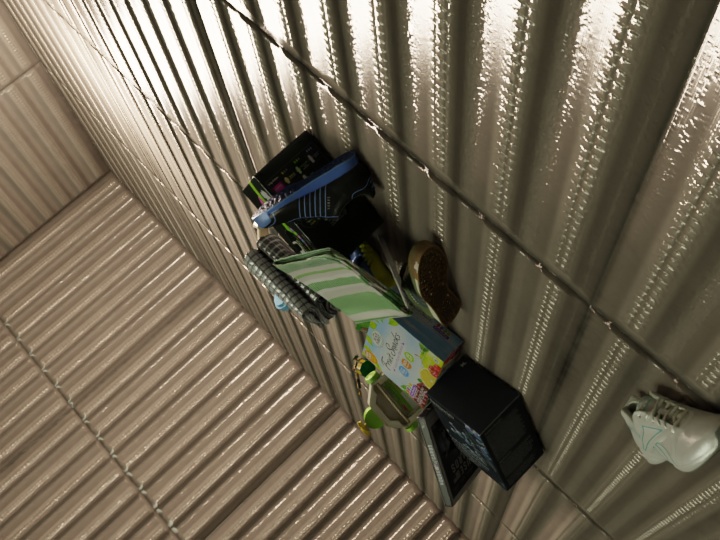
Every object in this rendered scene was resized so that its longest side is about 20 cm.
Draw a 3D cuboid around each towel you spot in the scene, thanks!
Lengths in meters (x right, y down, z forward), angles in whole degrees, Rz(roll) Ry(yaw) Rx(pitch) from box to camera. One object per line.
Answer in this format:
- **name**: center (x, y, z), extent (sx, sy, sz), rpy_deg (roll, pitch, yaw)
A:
- **towel**: center (-0.026, 0.029, 1.405), extent (0.199, 0.024, 0.152), rpy_deg (35, 151, -33)
- **towel**: center (-0.117, 0.022, 1.608), extent (0.165, 0.086, 0.200), rpy_deg (41, 178, 15)

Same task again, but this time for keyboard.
- **keyboard**: center (0.052, -0.002, 1.395), extent (0.200, 0.011, 0.057), rpy_deg (-107, -1, -67)

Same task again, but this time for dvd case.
- **dvd case**: center (0.183, 0.339, 1.702), extent (0.025, 0.150, 0.202), rpy_deg (-6, 110, 38)

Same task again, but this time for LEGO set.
- **LEGO set**: center (0.060, 0.244, 1.921), extent (0.201, 0.153, 0.116), rpy_deg (55, 164, -14)

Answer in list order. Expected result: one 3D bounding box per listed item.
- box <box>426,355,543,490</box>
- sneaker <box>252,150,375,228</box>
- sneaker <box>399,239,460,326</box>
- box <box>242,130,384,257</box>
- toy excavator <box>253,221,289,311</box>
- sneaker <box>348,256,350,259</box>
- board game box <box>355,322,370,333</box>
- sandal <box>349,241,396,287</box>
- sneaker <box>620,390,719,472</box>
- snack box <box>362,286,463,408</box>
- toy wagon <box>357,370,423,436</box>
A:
- **box**: center (0.231, 0.281, 1.585), extent (0.148, 0.107, 0.201), rpy_deg (34, 160, 46)
- **sneaker**: center (-0.071, -0.103, 1.322), extent (0.078, 0.199, 0.070), rpy_deg (56, -159, -19)
- **sneaker**: center (0.092, 0.011, 1.355), extent (0.090, 0.067, 0.201), rpy_deg (31, 162, 35)
- **box**: center (-0.083, -0.109, 1.452), extent (0.200, 0.124, 0.148), rpy_deg (48, 166, -6)
- **toy excavator**: center (-0.189, -0.010, 2.052), extent (0.199, 0.196, 0.100), rpy_deg (23, 179, -29)
- **sneaker**: center (-0.093, -0.069, 1.617), extent (0.201, 0.084, 0.073), rpy_deg (57, -158, -15)
- **board game box**: center (0.041, 0.104, 1.770), extent (0.095, 0.030, 0.200), rpy_deg (17, 160, 3)
- **sandal**: center (0.000, 0.000, 1.527), extent (0.080, 0.087, 0.200), rpy_deg (49, -177, -16)
- **sneaker**: center (0.362, 0.184, 1.007), extent (0.080, 0.070, 0.200), rpy_deg (50, 167, 3)
- **snack box**: center (0.093, 0.146, 1.622), extent (0.168, 0.068, 0.201), rpy_deg (41, 150, 16)
- **toy wagon**: center (0.075, 0.271, 1.836), extent (0.156, 0.200, 0.040), rpy_deg (51, 180, -13)
